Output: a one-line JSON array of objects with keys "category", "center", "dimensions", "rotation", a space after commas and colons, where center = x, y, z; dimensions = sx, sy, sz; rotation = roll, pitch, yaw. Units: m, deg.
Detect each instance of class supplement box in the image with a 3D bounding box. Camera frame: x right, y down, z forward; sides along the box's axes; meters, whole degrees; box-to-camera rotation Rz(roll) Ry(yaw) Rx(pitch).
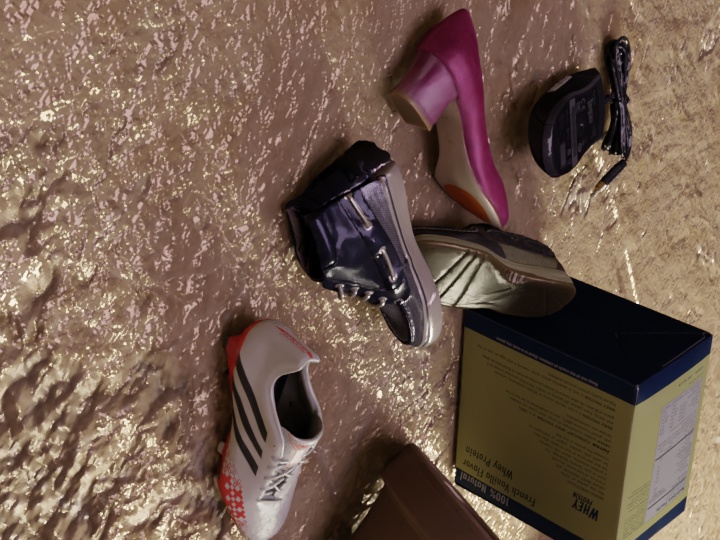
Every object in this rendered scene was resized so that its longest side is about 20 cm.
[{"category": "supplement box", "center": [0.210, 0.137, 1.240], "dimensions": [0.133, 0.199, 0.203], "rotation": [-23, 125, -40]}]

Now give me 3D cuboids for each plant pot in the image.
[{"category": "plant pot", "center": [0.050, 0.289, 1.163], "dimensions": [0.174, 0.200, 0.200], "rotation": [-43, 140, -1]}]

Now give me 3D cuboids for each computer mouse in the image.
[{"category": "computer mouse", "center": [0.206, -0.126, 1.227], "dimensions": [0.200, 0.046, 0.142], "rotation": [-45, 135, -43]}]

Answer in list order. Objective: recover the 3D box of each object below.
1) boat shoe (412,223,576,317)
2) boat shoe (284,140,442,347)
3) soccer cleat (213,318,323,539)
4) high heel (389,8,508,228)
[{"category": "boat shoe", "center": [0.107, -0.008, 1.154], "dimensions": [0.199, 0.067, 0.072], "rotation": [14, 132, -34]}, {"category": "boat shoe", "center": [0.000, 0.000, 1.032], "dimensions": [0.092, 0.074, 0.202], "rotation": [-36, 127, -22]}, {"category": "soccer cleat", "center": [-0.066, 0.134, 1.001], "dimensions": [0.068, 0.085, 0.203], "rotation": [-22, 124, -42]}, {"category": "high heel", "center": [0.096, -0.122, 1.083], "dimensions": [0.096, 0.067, 0.200], "rotation": [-52, 131, -13]}]
